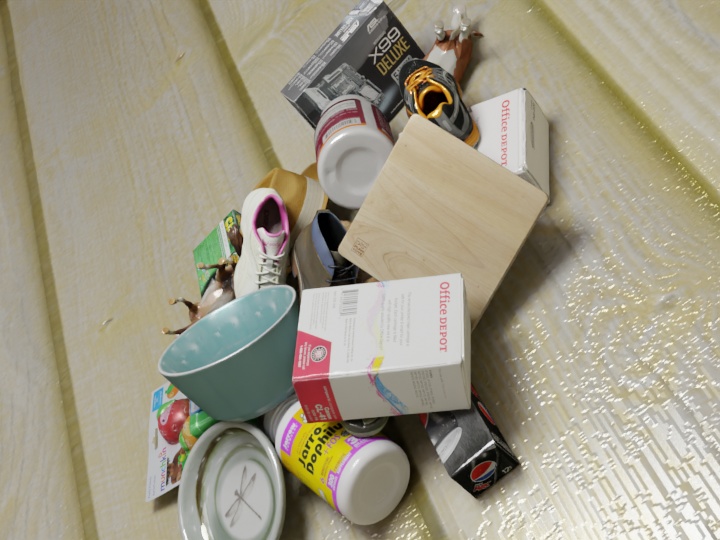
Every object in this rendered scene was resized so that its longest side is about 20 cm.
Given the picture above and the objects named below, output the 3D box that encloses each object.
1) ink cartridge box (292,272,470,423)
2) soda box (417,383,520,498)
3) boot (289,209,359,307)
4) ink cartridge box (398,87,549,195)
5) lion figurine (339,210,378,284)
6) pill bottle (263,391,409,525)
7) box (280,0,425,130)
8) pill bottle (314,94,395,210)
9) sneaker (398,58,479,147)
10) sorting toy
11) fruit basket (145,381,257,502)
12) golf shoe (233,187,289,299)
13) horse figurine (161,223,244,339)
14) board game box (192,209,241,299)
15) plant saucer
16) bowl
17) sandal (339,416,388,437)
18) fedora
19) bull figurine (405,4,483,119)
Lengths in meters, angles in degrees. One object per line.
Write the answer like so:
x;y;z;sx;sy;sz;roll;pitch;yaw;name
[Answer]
0.028;0.090;1.335;0.196;0.087;0.149;-5;42;10;ink cartridge box
0.107;0.165;1.358;0.070;0.063;0.201;-38;42;9;soda box
-0.037;0.019;1.505;0.202;0.074;0.097;64;149;25;boot
0.150;-0.140;1.537;0.197;0.085;0.148;-18;49;30;ink cartridge box
0.000;0.000;1.563;0.123;0.072;0.202;-46;44;31;lion figurine
-0.036;0.219;1.403;0.199;0.104;0.105;27;78;47;pill bottle
-0.002;-0.284;1.716;0.200;0.158;0.050;-48;42;-3;box
-0.008;-0.171;1.596;0.113;0.115;0.201;-36;22;11;pill bottle
0.095;-0.234;1.535;0.078;0.077;0.201;-40;42;8;sneaker
0.107;-0.057;1.435;0.198;0.069;0.201;33;101;15;sorting toy
-0.233;0.199;1.589;0.198;0.094;0.188;-27;46;25;fruit basket
-0.131;-0.014;1.560;0.091;0.074;0.204;170;99;-76;golf shoe
-0.210;0.032;1.637;0.050;0.132;0.201;41;98;23;horse figurine
-0.205;0.009;1.745;0.105;0.023;0.202;-43;41;25;board game box
-0.152;0.292;1.457;0.198;0.050;0.204;-11;74;42;plant saucer
-0.147;0.117;1.457;0.198;0.106;0.201;-25;17;8;bowl
0.000;0.134;1.407;0.078;0.058;0.203;-10;39;9;sandal
-0.119;-0.080;1.674;0.201;0.081;0.203;-45;30;34;fedora
0.121;-0.307;1.679;0.064;0.122;0.203;22;80;13;bull figurine
